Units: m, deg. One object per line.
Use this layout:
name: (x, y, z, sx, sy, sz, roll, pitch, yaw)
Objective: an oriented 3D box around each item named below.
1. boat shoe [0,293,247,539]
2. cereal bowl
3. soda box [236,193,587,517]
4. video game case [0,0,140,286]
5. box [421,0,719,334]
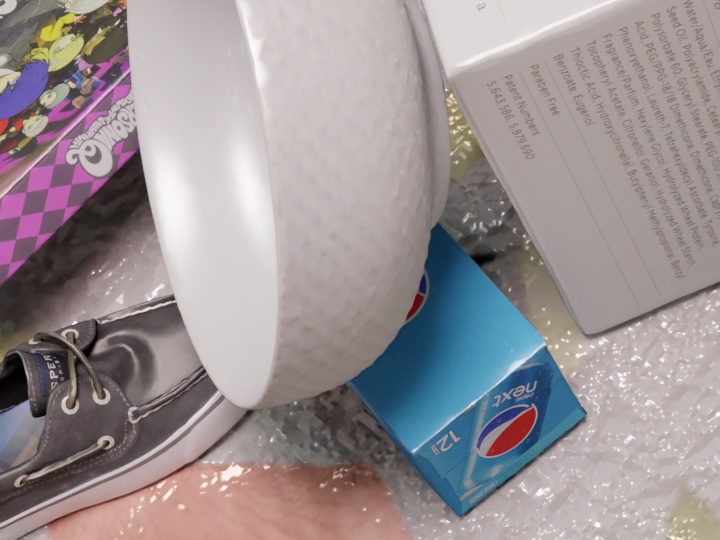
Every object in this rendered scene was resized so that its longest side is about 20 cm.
boat shoe: (-0.127, 0.055, 1.048, 0.199, 0.066, 0.070, -27, 55, 3)
cereal bowl: (-0.022, -0.055, 0.935, 0.083, 0.200, 0.201, -11, 54, -16)
soda box: (0.000, 0.000, 1.036, 0.068, 0.064, 0.200, -39, 55, -3)
video game case: (-0.142, -0.086, 1.121, 0.200, 0.036, 0.181, -45, 35, -9)
box: (0.094, -0.119, 0.993, 0.130, 0.200, 0.199, -22, 55, 8)
